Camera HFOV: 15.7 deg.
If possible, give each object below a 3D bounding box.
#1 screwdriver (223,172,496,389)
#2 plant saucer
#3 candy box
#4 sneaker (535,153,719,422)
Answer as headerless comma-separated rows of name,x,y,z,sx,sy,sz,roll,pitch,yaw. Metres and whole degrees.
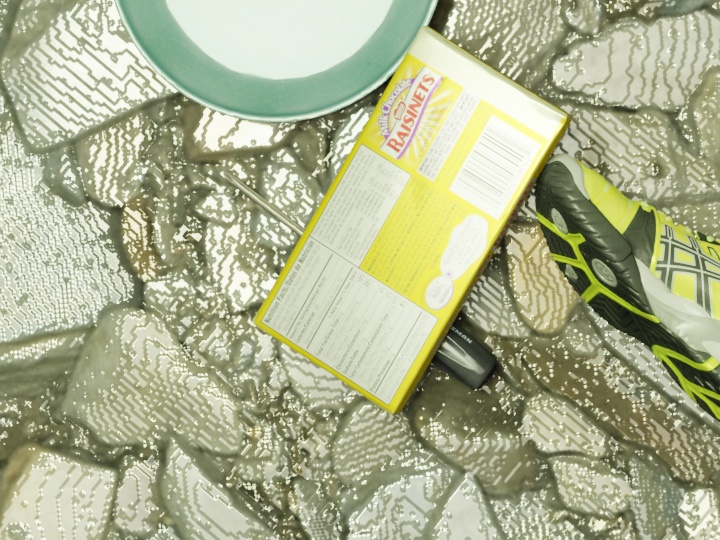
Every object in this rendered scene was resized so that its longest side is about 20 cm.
screwdriver,0.000,0.000,1.538,0.200,0.028,0.029,42,64,9
plant saucer,-0.048,-0.187,1.528,0.198,0.036,0.202,0,90,4
candy box,0.029,-0.028,1.503,0.102,0.026,0.201,33,99,15
sneaker,0.182,0.004,1.507,0.200,0.075,0.076,46,73,0
